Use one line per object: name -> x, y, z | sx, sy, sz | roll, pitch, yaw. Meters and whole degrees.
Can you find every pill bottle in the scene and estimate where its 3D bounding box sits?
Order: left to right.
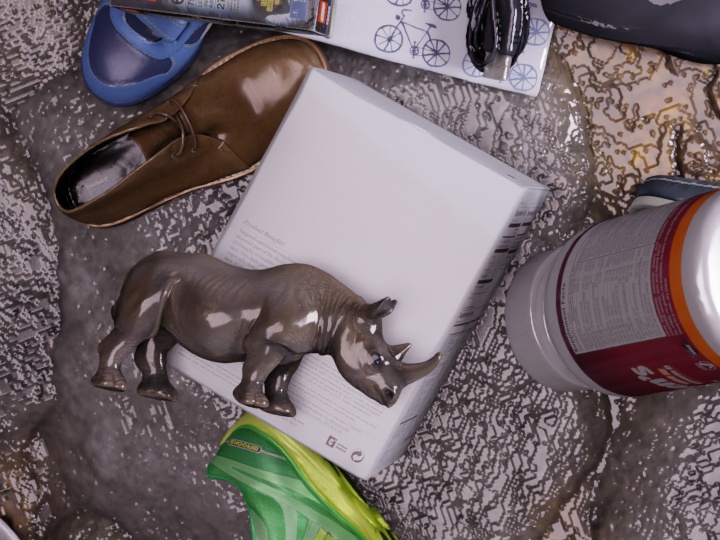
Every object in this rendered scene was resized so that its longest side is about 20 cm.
pill bottle -> 0.179, 0.018, 1.372 | 0.109, 0.200, 0.110 | 6, 78, -30

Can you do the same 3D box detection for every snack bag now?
snack bag -> 0.051, -0.226, 1.442 | 0.188, 0.021, 0.201 | 14, 96, -15

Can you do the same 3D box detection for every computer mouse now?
computer mouse -> 0.169, -0.176, 1.424 | 0.199, 0.053, 0.139 | 8, 96, -4

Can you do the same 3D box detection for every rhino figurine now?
rhino figurine -> -0.052, 0.038, 1.331 | 0.199, 0.060, 0.088 | 6, 82, 8

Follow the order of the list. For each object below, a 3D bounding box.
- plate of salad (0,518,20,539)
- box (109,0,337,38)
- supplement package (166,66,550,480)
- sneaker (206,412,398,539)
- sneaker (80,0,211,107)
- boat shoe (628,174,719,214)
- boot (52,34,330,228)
plate of salad -> -0.305, 0.242, 1.539 | 0.199, 0.048, 0.201 | 0, 92, 9
box -> -0.071, -0.249, 1.403 | 0.136, 0.040, 0.201 | 8, 91, 18
supplement package -> 0.000, 0.000, 1.428 | 0.151, 0.151, 0.200 | 30, 97, 8
sneaker -> -0.024, 0.180, 1.481 | 0.084, 0.074, 0.200 | -40, 76, 6
sneaker -> -0.114, -0.190, 1.476 | 0.074, 0.082, 0.200 | 41, 99, 4
boat shoe -> 0.266, -0.035, 1.418 | 0.199, 0.075, 0.062 | 11, 77, 4
boot -> -0.109, -0.087, 1.483 | 0.200, 0.075, 0.074 | -31, 85, 8
